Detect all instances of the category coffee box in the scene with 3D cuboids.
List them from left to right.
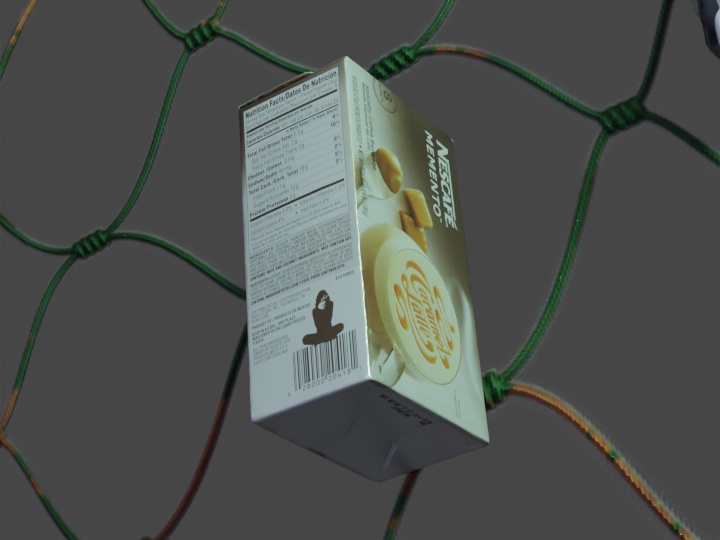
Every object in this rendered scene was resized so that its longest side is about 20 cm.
[{"bbox_3d":[0.000,0.000,0.902,0.080,0.114,0.200,-22,55,28],"label":"coffee box"}]

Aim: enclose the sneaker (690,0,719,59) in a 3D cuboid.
[{"bbox_3d":[0.166,-0.174,0.891,0.114,0.075,0.200,-22,50,28],"label":"sneaker"}]
